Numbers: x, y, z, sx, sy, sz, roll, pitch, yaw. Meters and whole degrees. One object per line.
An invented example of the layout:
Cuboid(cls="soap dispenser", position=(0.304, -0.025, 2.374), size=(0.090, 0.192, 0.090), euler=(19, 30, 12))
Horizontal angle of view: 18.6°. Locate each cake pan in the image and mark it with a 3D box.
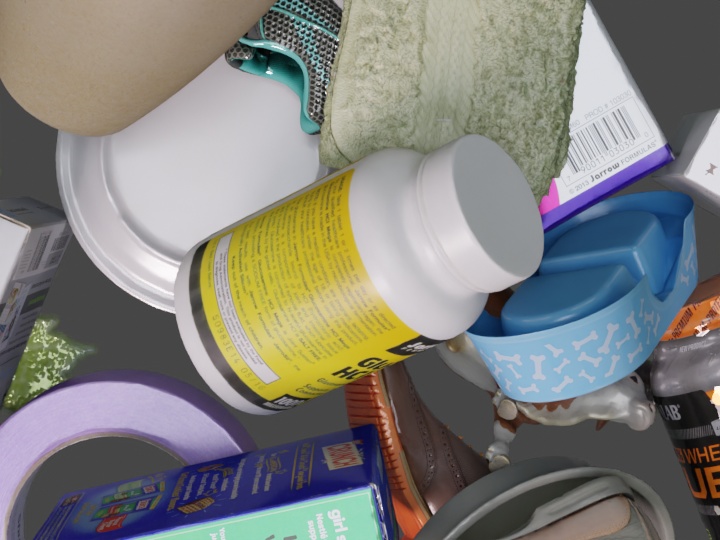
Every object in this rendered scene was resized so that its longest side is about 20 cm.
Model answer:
Cuboid(cls="cake pan", position=(0.098, 0.194, 1.335), size=(0.199, 0.037, 0.201), euler=(-16, 127, -22))

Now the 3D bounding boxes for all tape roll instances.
Cuboid(cls="tape roll", position=(-0.151, 0.165, 1.376), size=(0.199, 0.066, 0.202), euler=(0, 94, 0))

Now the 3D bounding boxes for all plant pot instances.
Cuboid(cls="plant pot", position=(-0.131, -0.178, 1.253), size=(0.187, 0.188, 0.200), euler=(35, 130, -1))

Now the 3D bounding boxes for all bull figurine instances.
Cuboid(cls="bull figurine", position=(0.085, 0.052, 1.348), size=(0.200, 0.121, 0.065), euler=(38, 124, 6))

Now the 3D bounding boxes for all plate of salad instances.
Cuboid(cls="plate of salad", position=(-0.088, -0.069, 1.363), size=(0.199, 0.048, 0.201), euler=(0, 84, 0))

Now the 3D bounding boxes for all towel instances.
Cuboid(cls="towel", position=(0.058, -0.144, 1.265), size=(0.147, 0.036, 0.201), euler=(9, 95, 1))

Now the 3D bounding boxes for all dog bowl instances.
Cuboid(cls="dog bowl", position=(0.135, 0.015, 1.288), size=(0.111, 0.200, 0.050), euler=(-9, 111, 30))

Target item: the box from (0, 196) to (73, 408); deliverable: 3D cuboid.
Cuboid(cls="box", position=(-0.236, 0.056, 1.325), size=(0.041, 0.156, 0.201), euler=(22, 95, 2))

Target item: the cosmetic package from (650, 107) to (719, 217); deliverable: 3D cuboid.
Cuboid(cls="cosmetic package", position=(0.278, -0.028, 1.311), size=(0.199, 0.151, 0.052), euler=(29, 94, -1))

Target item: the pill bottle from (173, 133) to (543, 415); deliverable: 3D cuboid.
Cuboid(cls="pill bottle", position=(0.000, 0.000, 1.243), size=(0.199, 0.112, 0.113), euler=(-25, 93, 33))

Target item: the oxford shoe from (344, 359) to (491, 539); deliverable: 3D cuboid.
Cuboid(cls="oxford shoe", position=(0.045, 0.121, 1.376), size=(0.073, 0.071, 0.201), euler=(-22, 99, -16))

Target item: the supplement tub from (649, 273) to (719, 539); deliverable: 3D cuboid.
Cuboid(cls="supplement tub", position=(0.252, 0.101, 1.335), size=(0.122, 0.123, 0.201), euler=(-22, 92, 3))

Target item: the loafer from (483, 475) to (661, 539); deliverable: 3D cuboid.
Cuboid(cls="loafer", position=(0.082, 0.189, 1.248), size=(0.199, 0.072, 0.063), euler=(-29, 57, -12))

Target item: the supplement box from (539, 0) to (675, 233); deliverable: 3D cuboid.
Cuboid(cls="supplement box", position=(0.096, -0.133, 1.332), size=(0.101, 0.103, 0.201), euler=(-29, 94, 4))

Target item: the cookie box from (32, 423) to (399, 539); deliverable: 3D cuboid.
Cuboid(cls="cookie box", position=(-0.079, 0.158, 1.257), size=(0.199, 0.171, 0.076), euler=(-13, 96, 2))

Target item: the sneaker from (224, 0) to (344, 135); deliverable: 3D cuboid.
Cuboid(cls="sneaker", position=(-0.055, -0.164, 1.323), size=(0.091, 0.078, 0.200), euler=(-40, 74, -14))
